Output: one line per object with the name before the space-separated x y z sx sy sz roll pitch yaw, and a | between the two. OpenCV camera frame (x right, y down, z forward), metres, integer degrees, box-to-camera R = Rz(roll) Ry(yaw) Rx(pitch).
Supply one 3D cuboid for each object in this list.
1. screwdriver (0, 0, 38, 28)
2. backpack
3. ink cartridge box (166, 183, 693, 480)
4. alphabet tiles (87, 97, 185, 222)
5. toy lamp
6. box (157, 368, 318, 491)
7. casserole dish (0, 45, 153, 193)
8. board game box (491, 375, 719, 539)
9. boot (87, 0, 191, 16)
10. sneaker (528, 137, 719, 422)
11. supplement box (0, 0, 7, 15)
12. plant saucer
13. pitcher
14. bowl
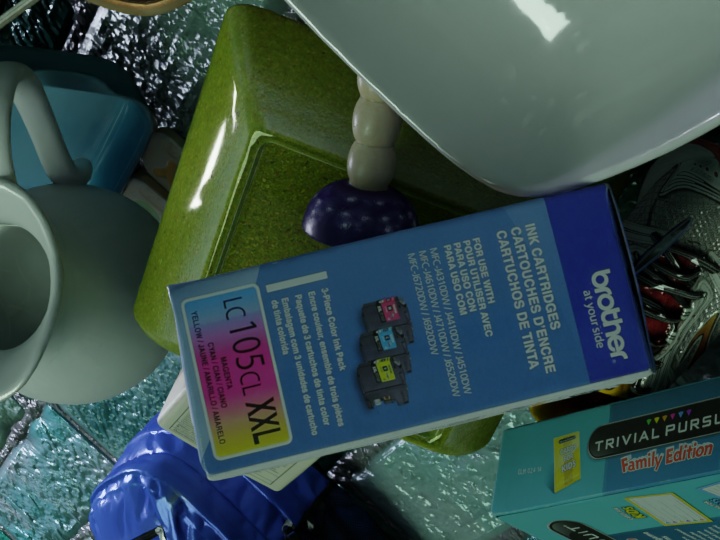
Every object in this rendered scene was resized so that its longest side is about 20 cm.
screwdriver | -0.144 -0.133 0.730 0.199 0.028 0.029 -17 143 41
backpack | -0.088 0.190 1.075 0.200 0.168 0.162 51 140 -8
ink cartridge box | 0.034 0.025 0.629 0.136 0.198 0.077 83 175 -84
alphabet tiles | -0.136 -0.030 1.005 0.200 0.015 0.196 41 148 0
toy lamp | 0.014 -0.110 0.647 0.058 0.058 0.202 20 113 29
box | -0.038 0.049 0.920 0.095 0.078 0.200 31 148 -10
casserole dish | -0.196 -0.070 0.928 0.120 0.039 0.200 4 150 -25
board game box | 0.183 0.101 0.717 0.150 0.047 0.199 30 147 -32
boot | -0.079 -0.196 0.701 0.198 0.074 0.155 4 134 28
sneaker | 0.133 0.019 0.716 0.078 0.082 0.200 35 146 9
supplement box | -0.314 -0.156 0.883 0.199 0.133 0.197 31 143 -6
plant saucer | 0.000 0.000 0.756 0.198 0.048 0.201 20 126 -4
pitcher | -0.166 -0.014 0.863 0.120 0.173 0.200 5 178 12
bowl | 0.052 -0.131 0.533 0.200 0.075 0.200 44 149 -11
